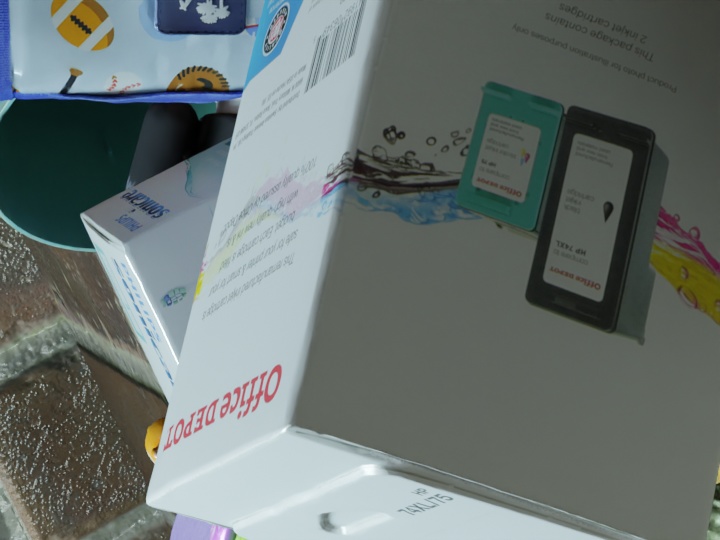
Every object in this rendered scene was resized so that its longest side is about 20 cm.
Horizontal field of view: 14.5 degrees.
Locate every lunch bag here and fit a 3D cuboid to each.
[{"bbox_3d":[-0.068,-0.165,1.107,0.124,0.170,0.200,141,127,-80],"label":"lunch bag"}]

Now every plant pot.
[{"bbox_3d":[-0.126,-0.135,1.521,0.201,0.200,0.161,82,168,-57],"label":"plant pot"}]

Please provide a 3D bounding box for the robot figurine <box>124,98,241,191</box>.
[{"bbox_3d":[-0.028,-0.020,1.359,0.125,0.200,0.150,11,176,27],"label":"robot figurine"}]

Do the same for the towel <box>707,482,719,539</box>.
[{"bbox_3d":[0.162,0.129,0.950,0.149,0.200,0.036,60,-155,10],"label":"towel"}]

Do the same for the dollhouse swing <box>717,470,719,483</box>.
[{"bbox_3d":[0.143,0.172,1.152,0.200,0.182,0.176,54,-174,35],"label":"dollhouse swing"}]

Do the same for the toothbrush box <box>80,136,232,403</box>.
[{"bbox_3d":[0.000,0.000,1.252,0.147,0.200,0.085,65,167,-17],"label":"toothbrush box"}]

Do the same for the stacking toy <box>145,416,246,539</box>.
[{"bbox_3d":[-0.028,0.124,1.317,0.200,0.116,0.110,31,108,29],"label":"stacking toy"}]

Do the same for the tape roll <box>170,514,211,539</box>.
[{"bbox_3d":[-0.008,0.180,1.459,0.200,0.066,0.200,22,124,38],"label":"tape roll"}]

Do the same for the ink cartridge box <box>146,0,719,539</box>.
[{"bbox_3d":[0.036,-0.005,0.939,0.147,0.146,0.200,149,137,-64],"label":"ink cartridge box"}]
